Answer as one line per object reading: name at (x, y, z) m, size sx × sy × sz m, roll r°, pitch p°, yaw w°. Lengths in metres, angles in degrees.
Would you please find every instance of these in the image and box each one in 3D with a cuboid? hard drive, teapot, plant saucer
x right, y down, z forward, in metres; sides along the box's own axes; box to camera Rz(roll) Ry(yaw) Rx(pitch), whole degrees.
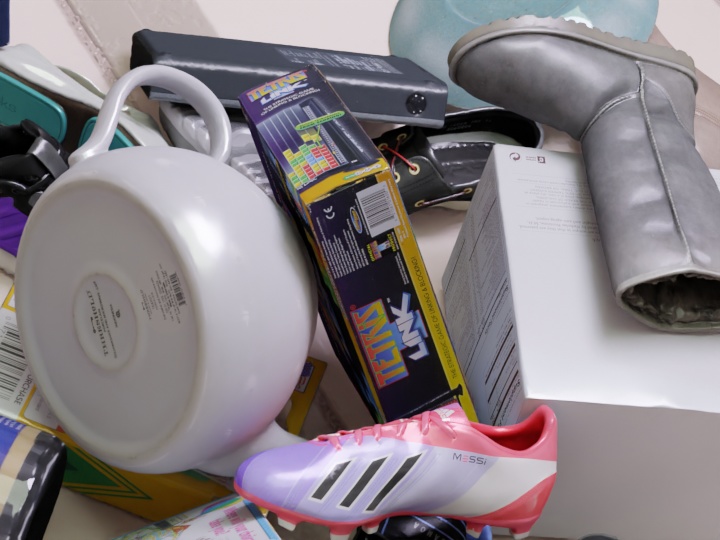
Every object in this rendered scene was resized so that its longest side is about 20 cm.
hard drive at (-0.052, -0.132, 1.576) m, size 0.199 × 0.033 × 0.140 m, roll 5°, pitch 12°, yaw -12°
teapot at (-0.095, 0.013, 1.332) m, size 0.197 × 0.201 × 0.146 m, roll 34°, pitch 32°, yaw 33°
plant saucer at (0.115, -0.197, 1.673) m, size 0.200 × 0.039 × 0.202 m, roll -8°, pitch 46°, yaw 8°

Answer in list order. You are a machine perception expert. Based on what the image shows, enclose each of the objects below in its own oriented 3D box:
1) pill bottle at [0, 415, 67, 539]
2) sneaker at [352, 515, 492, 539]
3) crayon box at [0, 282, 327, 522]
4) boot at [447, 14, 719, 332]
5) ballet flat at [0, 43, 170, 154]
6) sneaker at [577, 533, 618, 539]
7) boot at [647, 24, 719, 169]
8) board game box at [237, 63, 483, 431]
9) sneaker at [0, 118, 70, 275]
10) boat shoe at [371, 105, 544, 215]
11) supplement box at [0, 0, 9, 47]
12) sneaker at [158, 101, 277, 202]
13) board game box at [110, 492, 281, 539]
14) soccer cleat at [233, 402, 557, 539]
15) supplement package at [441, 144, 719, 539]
pill bottle at (-0.275, 0.114, 1.301) m, size 0.199 × 0.112 × 0.112 m, roll 20°, pitch 48°, yaw 0°
sneaker at (0.032, 0.146, 1.393) m, size 0.077 × 0.070 × 0.201 m, roll 8°, pitch 50°, yaw -19°
crayon box at (-0.135, 0.080, 1.410) m, size 0.199 × 0.052 × 0.126 m, roll 21°, pitch 50°, yaw 2°
boot at (0.147, -0.057, 1.412) m, size 0.181 × 0.073 × 0.201 m, roll 5°, pitch 55°, yaw -10°
ballet flat at (-0.175, -0.094, 1.541) m, size 0.200 × 0.070 × 0.069 m, roll 35°, pitch 50°, yaw 18°
sneaker at (0.165, 0.242, 1.349) m, size 0.079 × 0.076 × 0.201 m, roll -16°, pitch 57°, yaw -25°
boot at (0.235, -0.127, 1.692) m, size 0.145 × 0.070 × 0.201 m, roll 19°, pitch 49°, yaw -9°
board game box at (0.000, 0.000, 1.368) m, size 0.056 × 0.201 × 0.165 m, roll -24°, pitch 29°, yaw -7°
sneaker at (-0.195, -0.041, 1.461) m, size 0.199 × 0.100 × 0.070 m, roll 22°, pitch 50°, yaw 3°
boat shoe at (0.032, -0.071, 1.581) m, size 0.200 × 0.063 × 0.074 m, roll -11°, pitch 57°, yaw -22°
supplement box at (-0.359, -0.233, 1.522) m, size 0.199 × 0.135 × 0.200 m, roll -16°, pitch 42°, yaw -27°
sneaker at (-0.087, -0.055, 1.525) m, size 0.074 × 0.082 × 0.200 m, roll 2°, pitch 29°, yaw -29°
board game box at (-0.107, 0.170, 1.238) m, size 0.134 × 0.200 × 0.034 m, roll -20°, pitch 96°, yaw -7°
soccer cleat at (0.022, 0.106, 1.292) m, size 0.199 × 0.077 × 0.067 m, roll 6°, pitch 15°, yaw -28°
supplement package at (0.164, 0.050, 1.460) m, size 0.190 × 0.147 × 0.201 m, roll 5°, pitch 50°, yaw -11°
